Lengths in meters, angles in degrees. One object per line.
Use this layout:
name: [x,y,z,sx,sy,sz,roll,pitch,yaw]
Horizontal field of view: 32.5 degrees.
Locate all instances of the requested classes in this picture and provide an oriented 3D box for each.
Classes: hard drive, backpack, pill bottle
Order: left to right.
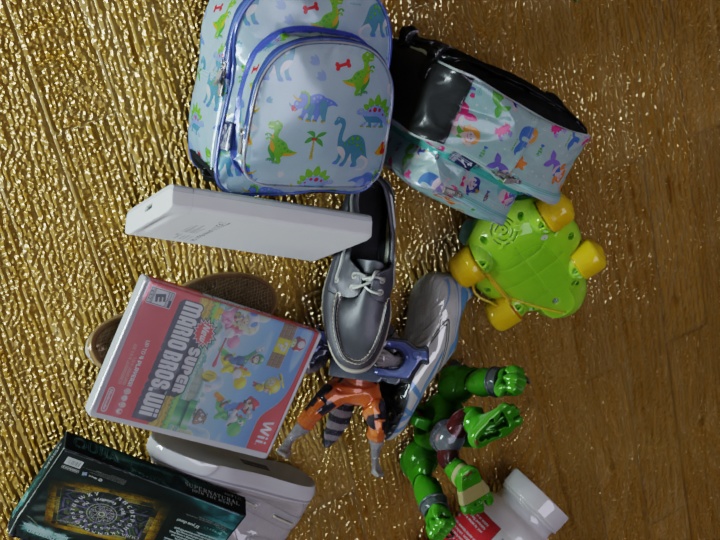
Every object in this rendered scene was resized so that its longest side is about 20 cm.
hard drive: [-0.107,-0.043,1.169,0.199,0.132,0.027,8,77,-28]
backpack: [-0.054,-0.171,1.134,0.182,0.147,0.202,-2,107,-27]
backpack: [0.116,-0.133,1.210,0.199,0.178,0.152,14,104,-27]
pill bottle: [0.146,0.333,1.440,0.200,0.112,0.112,-48,121,-2]

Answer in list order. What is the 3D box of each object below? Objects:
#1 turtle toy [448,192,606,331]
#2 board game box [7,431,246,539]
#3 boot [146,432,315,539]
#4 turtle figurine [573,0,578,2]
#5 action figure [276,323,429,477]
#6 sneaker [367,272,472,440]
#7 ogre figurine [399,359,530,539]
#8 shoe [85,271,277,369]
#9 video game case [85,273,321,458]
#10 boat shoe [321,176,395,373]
turtle toy: [0.184,-0.012,1.332,0.145,0.101,0.200,-32,125,13]
board game box: [-0.233,0.245,1.234,0.199,0.028,0.136,26,120,-23]
boot: [-0.146,0.238,1.288,0.199,0.074,0.096,23,98,-28]
turtle figurine: [0.302,-0.333,1.244,0.193,0.144,0.201,-34,116,-5]
action figure: [-0.034,0.103,1.300,0.198,0.105,0.195,15,97,1]
sneaker: [0.066,0.097,1.339,0.072,0.072,0.201,12,107,-38]
ogre figurine: [0.105,0.180,1.358,0.097,0.120,0.202,-2,111,-29]
shoe: [-0.178,0.050,1.220,0.199,0.053,0.070,-16,85,-24]
video game case: [-0.149,0.097,1.197,0.199,0.017,0.144,19,100,-32]
boat shoe: [0.000,0.000,1.230,0.072,0.063,0.202,7,81,0]
